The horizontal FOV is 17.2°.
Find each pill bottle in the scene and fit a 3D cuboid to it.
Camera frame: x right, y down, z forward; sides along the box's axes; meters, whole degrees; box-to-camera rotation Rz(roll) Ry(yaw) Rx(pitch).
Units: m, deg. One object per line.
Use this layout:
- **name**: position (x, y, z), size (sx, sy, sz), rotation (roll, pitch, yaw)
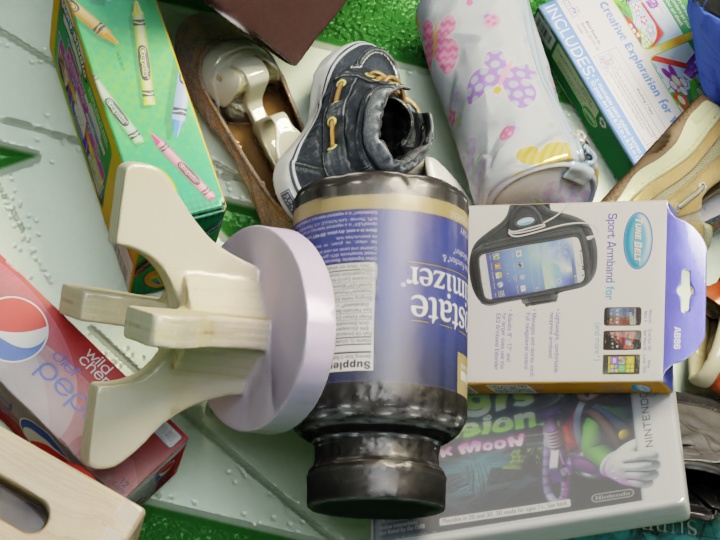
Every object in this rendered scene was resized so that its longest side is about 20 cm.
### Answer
- **pill bottle**: position (0.011, 0.048, 1.463), size (0.111, 0.112, 0.201), rotation (3, 76, -9)

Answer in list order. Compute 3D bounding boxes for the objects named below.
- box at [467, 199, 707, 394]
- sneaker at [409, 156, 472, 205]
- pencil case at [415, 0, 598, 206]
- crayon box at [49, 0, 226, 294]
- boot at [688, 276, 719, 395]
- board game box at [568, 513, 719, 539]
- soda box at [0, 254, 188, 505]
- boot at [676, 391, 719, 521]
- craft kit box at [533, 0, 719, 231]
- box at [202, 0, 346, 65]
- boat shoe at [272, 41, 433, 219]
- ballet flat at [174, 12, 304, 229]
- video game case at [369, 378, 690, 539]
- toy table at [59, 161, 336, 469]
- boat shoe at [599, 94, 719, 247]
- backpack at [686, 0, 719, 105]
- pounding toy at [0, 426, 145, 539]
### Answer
- **box**: position (0.123, 0.018, 1.515), size (0.199, 0.041, 0.120), rotation (0, 76, 16)
- **sneaker**: position (0.000, 0.000, 1.586), size (0.200, 0.074, 0.087), rotation (-39, 104, -30)
- **pencil case**: position (0.099, -0.118, 1.630), size (0.083, 0.091, 0.200), rotation (8, 46, -31)
- **crayon box**: position (-0.152, -0.099, 1.583), size (0.058, 0.119, 0.201), rotation (-14, 72, -16)
- **boot**: position (0.288, 0.008, 1.640), size (0.107, 0.075, 0.201), rotation (21, 66, -9)
- **board game box**: position (0.158, 0.207, 1.565), size (0.199, 0.028, 0.136), rotation (7, 66, -8)
- **soda box**: position (-0.204, 0.070, 1.530), size (0.200, 0.070, 0.063), rotation (44, 67, 8)
- **boot**: position (0.170, 0.116, 1.542), size (0.199, 0.132, 0.070), rotation (1, 107, -9)
- **craft kit box**: position (0.253, -0.137, 1.717), size (0.197, 0.049, 0.200), rotation (-24, 74, -16)
- **box**: position (-0.070, -0.281, 1.586), size (0.200, 0.166, 0.164), rotation (-50, 57, 3)
- **boat shoe**: position (0.013, -0.104, 1.594), size (0.071, 0.091, 0.200), rotation (51, 32, -21)
- **ballet flat**: position (-0.066, -0.105, 1.629), size (0.068, 0.067, 0.200), rotation (-25, 74, -19)
- **video game case**: position (0.103, 0.099, 1.520), size (0.199, 0.023, 0.182), rotation (-10, 44, 10)
- **toy table**: position (-0.104, 0.033, 1.450), size (0.117, 0.200, 0.185), rotation (7, 80, -24)
- **boat shoe**: position (0.204, -0.037, 1.599), size (0.076, 0.072, 0.200), rotation (42, 61, 4)
- **backpack**: position (0.323, -0.148, 1.627), size (0.162, 0.168, 0.200), rotation (-34, 46, -25)
- **pounding toy**: position (-0.234, 0.137, 1.434), size (0.200, 0.184, 0.142), rotation (30, 66, 3)
